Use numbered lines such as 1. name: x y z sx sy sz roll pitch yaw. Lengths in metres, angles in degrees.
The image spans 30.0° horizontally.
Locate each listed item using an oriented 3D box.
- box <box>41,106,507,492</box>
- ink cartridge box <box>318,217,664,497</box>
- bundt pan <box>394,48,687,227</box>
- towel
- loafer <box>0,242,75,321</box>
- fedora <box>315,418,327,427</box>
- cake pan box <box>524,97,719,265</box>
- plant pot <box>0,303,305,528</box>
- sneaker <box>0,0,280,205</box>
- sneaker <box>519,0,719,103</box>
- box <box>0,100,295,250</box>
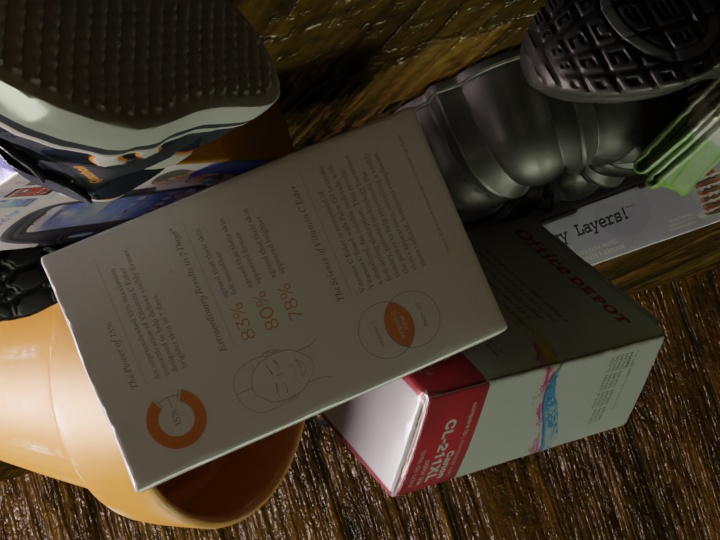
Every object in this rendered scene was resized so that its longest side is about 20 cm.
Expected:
1. box: -0.045 0.015 0.699 0.200 0.125 0.097 -23 178 -7
2. ink cartridge box: 0.068 0.047 0.855 0.200 0.146 0.083 -10 129 -35
3. bundt pan: 0.119 -0.084 0.852 0.202 0.076 0.202 -18 171 -3
4. towel: 0.255 -0.119 0.807 0.200 0.031 0.149 -47 163 17
5. loafer: -0.231 0.000 0.726 0.200 0.068 0.070 -22 -149 -28
6. fedora: -0.007 0.261 2.833 0.200 0.092 0.201 -18 172 -3
7. cake pan box: 0.199 -0.065 1.014 0.200 0.052 0.184 -21 -167 22
8. plant pot: -0.161 0.060 0.868 0.183 0.200 0.200 -3 -179 31
9. sneaker: -0.106 -0.064 0.478 0.079 0.079 0.200 -28 171 22
10. sneaker: 0.177 -0.124 0.685 0.200 0.076 0.091 -16 166 -4
11. box: -0.142 -0.046 0.660 0.119 0.042 0.200 -25 172 40
